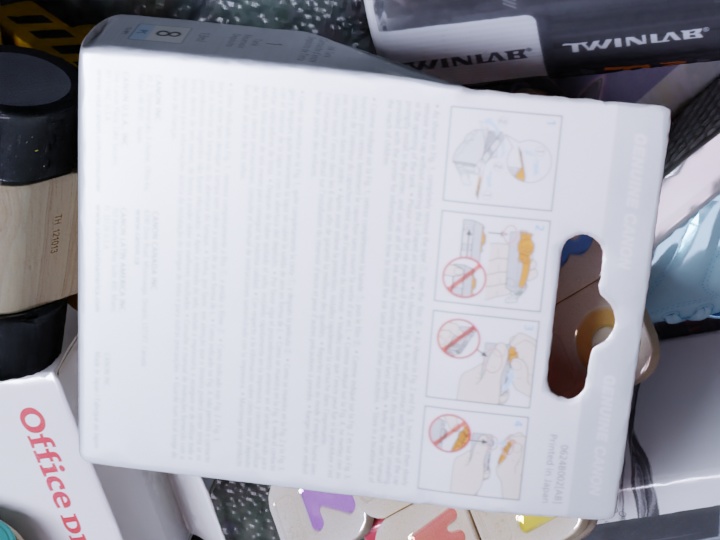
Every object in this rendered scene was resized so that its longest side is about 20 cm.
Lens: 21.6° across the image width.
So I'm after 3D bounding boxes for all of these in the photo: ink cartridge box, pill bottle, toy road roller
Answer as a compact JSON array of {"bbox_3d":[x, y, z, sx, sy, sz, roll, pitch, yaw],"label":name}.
[{"bbox_3d":[-0.158,0.076,0.833,0.199,0.125,0.129,-9,117,17],"label":"ink cartridge box"},{"bbox_3d":[0.103,-0.124,0.665,0.199,0.106,0.107,-5,118,11],"label":"pill bottle"},{"bbox_3d":[0.120,0.109,0.796,0.199,0.084,0.145,-12,129,20],"label":"ink cartridge box"},{"bbox_3d":[-0.140,-0.056,0.777,0.200,0.146,0.123,36,128,36],"label":"toy road roller"},{"bbox_3d":[0.000,0.000,0.669,0.199,0.047,0.161,6,113,4],"label":"ink cartridge box"}]

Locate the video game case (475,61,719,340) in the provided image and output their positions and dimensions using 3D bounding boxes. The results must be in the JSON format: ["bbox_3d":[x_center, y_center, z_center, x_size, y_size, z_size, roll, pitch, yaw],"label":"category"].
[{"bbox_3d":[0.118,-0.022,0.777,0.181,0.023,0.201,-8,117,16],"label":"video game case"}]

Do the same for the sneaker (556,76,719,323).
[{"bbox_3d":[0.123,-0.001,0.732,0.082,0.074,0.200,43,121,-11],"label":"sneaker"}]

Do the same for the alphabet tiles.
[{"bbox_3d":[0.019,0.026,0.738,0.195,0.015,0.201,-33,69,33],"label":"alphabet tiles"}]

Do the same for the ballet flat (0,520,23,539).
[{"bbox_3d":[-0.230,0.111,0.764,0.199,0.070,0.070,19,121,1],"label":"ballet flat"}]
